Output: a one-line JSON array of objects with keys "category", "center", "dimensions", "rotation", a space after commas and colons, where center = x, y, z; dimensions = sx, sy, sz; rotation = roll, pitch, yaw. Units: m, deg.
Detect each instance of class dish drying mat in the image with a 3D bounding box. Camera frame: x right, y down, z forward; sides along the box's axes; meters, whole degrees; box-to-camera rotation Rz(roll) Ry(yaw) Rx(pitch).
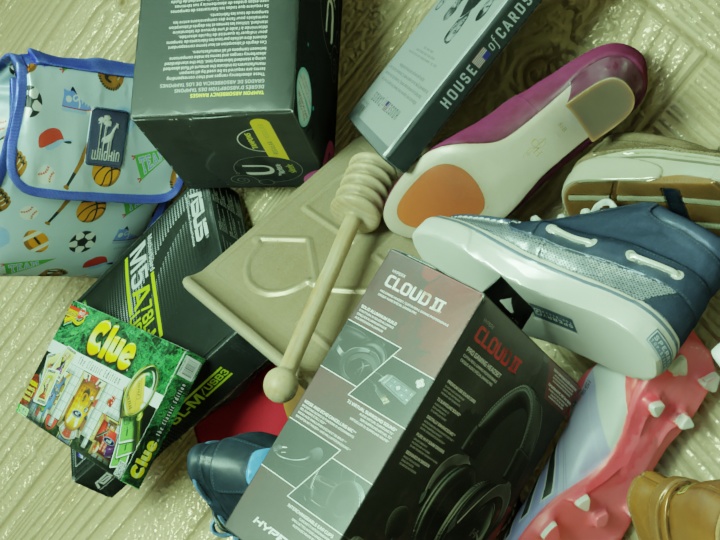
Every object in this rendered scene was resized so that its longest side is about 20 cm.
[{"category": "dish drying mat", "center": [-0.047, 0.098, 0.977], "dimensions": [0.199, 0.018, 0.077], "rotation": [-38, 53, 23]}]

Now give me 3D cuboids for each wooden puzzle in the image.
[{"category": "wooden puzzle", "center": [0.000, 0.000, 0.911], "dimensions": [0.199, 0.047, 0.185], "rotation": [-38, 47, -19]}]

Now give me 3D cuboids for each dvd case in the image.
[{"category": "dvd case", "center": [0.071, -0.167, 0.904], "dimensions": [0.201, 0.025, 0.150], "rotation": [-52, 18, 7]}]

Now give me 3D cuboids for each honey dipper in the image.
[{"category": "honey dipper", "center": [-0.021, 0.005, 0.858], "dimensions": [0.038, 0.038, 0.201], "rotation": [-9, 46, 37]}]

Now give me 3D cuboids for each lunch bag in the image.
[{"category": "lunch bag", "center": [-0.244, -0.089, 1.071], "dimensions": [0.201, 0.169, 0.124], "rotation": [-57, 50, 32]}]

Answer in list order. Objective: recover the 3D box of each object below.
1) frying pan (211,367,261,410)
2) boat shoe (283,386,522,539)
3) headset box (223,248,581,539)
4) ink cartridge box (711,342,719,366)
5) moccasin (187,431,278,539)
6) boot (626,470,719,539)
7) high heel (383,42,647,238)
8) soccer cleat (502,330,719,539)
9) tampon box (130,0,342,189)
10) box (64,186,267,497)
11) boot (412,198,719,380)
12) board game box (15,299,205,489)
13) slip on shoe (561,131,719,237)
[{"category": "frying pan", "center": [-0.082, 0.043, 1.004], "dimensions": [0.189, 0.031, 0.116], "rotation": [-33, 42, 25]}, {"category": "boat shoe", "center": [0.028, 0.125, 0.869], "dimensions": [0.199, 0.070, 0.071], "rotation": [34, 87, 39]}, {"category": "headset box", "center": [0.036, 0.096, 0.739], "dimensions": [0.077, 0.149, 0.201], "rotation": [28, 82, 39]}, {"category": "ink cartridge box", "center": [0.309, 0.040, 0.658], "dimensions": [0.200, 0.084, 0.145], "rotation": [-44, 53, 20]}, {"category": "moccasin", "center": [-0.068, 0.144, 0.862], "dimensions": [0.067, 0.201, 0.081], "rotation": [9, 63, 10]}, {"category": "boot", "center": [0.226, 0.192, 0.676], "dimensions": [0.073, 0.202, 0.154], "rotation": [-29, 11, -18]}, {"category": "high heel", "center": [0.107, -0.085, 0.873], "dimensions": [0.198, 0.096, 0.068], "rotation": [-25, 104, 25]}, {"category": "soccer cleat", "center": [0.143, 0.115, 0.792], "dimensions": [0.201, 0.066, 0.077], "rotation": [-58, 27, 11]}, {"category": "tampon box", "center": [-0.088, -0.182, 0.994], "dimensions": [0.125, 0.150, 0.203], "rotation": [-1, 74, 10]}, {"category": "box", "center": [-0.161, 0.049, 1.033], "dimensions": [0.193, 0.047, 0.201], "rotation": [-43, 38, 22]}, {"category": "boot", "center": [0.128, -0.007, 0.791], "dimensions": [0.199, 0.073, 0.090], "rotation": [27, 64, 39]}, {"category": "board game box", "center": [-0.198, 0.090, 0.990], "dimensions": [0.199, 0.023, 0.106], "rotation": [14, 73, 52]}, {"category": "slip on shoe", "center": [0.221, -0.048, 0.778], "dimensions": [0.198, 0.076, 0.061], "rotation": [7, 47, 39]}]
